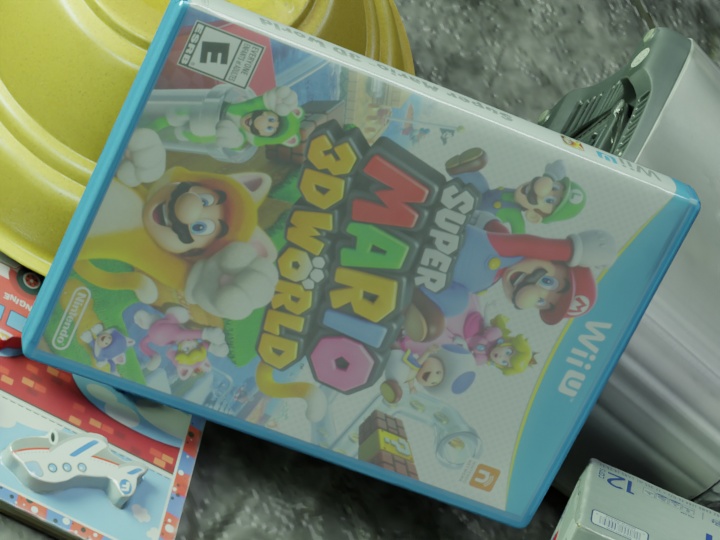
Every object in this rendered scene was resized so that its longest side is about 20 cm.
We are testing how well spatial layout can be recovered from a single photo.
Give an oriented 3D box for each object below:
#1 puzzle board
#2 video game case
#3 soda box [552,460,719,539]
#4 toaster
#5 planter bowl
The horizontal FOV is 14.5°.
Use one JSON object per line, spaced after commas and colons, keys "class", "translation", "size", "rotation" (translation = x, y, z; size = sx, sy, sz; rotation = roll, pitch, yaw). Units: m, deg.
{"class": "puzzle board", "translation": [-0.138, 0.005, 1.000], "size": [0.199, 0.017, 0.151], "rotation": [28, 49, -18]}
{"class": "video game case", "translation": [0.000, 0.000, 0.987], "size": [0.199, 0.144, 0.018], "rotation": [20, 22, -17]}
{"class": "soda box", "translation": [0.157, 0.146, 1.015], "size": [0.199, 0.069, 0.063], "rotation": [24, 20, 1]}
{"class": "toaster", "translation": [0.110, 0.014, 1.098], "size": [0.129, 0.114, 0.200], "rotation": [39, 53, -10]}
{"class": "planter bowl", "translation": [-0.066, -0.095, 1.012], "size": [0.199, 0.084, 0.202], "rotation": [7, 62, -13]}
